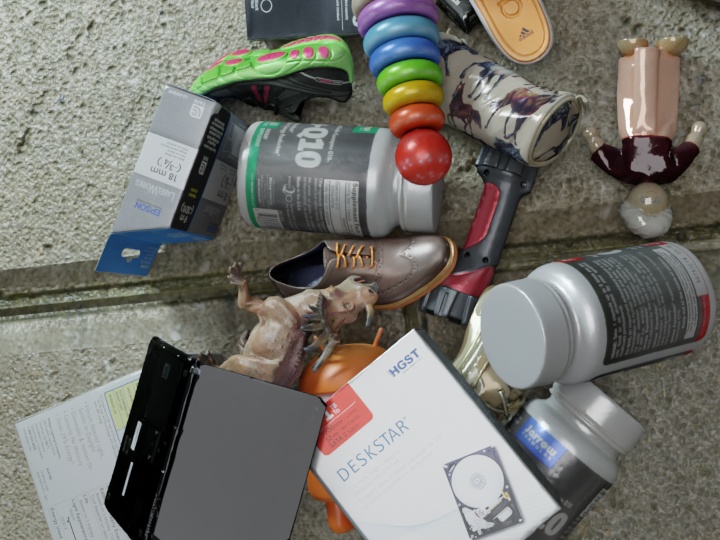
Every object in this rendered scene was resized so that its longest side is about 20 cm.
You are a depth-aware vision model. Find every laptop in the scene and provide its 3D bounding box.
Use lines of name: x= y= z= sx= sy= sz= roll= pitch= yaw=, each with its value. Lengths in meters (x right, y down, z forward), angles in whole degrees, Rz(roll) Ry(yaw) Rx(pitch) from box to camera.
laptop: x=-0.141 y=0.172 z=0.891 sx=0.103 sy=0.200 sz=0.177 roll=17 pitch=88 yaw=-31

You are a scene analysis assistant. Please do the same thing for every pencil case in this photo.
pencil case: x=0.128 y=-0.174 z=0.959 sx=0.200 sy=0.078 sz=0.089 roll=36 pitch=98 yaw=35

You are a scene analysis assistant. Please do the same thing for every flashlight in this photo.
flashlight: x=0.121 y=-0.043 z=0.996 sx=0.068 sy=0.068 sz=0.200 roll=13 pitch=84 yaw=55

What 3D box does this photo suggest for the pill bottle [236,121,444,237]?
pill bottle: x=-0.018 y=-0.093 z=0.999 sx=0.200 sy=0.113 sz=0.113 roll=5 pitch=87 yaw=11

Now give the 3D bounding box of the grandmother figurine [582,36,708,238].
grandmother figurine: x=0.286 y=-0.131 z=0.971 sx=0.121 sy=0.061 sz=0.200 roll=-1 pitch=83 yaw=20

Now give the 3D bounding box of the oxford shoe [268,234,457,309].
oxford shoe: x=0.000 y=0.000 z=0.983 sx=0.200 sy=0.073 sz=0.071 roll=-16 pitch=60 yaw=23

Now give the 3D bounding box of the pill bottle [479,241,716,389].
pill bottle: x=0.219 y=0.042 z=0.897 sx=0.200 sy=0.114 sz=0.114 roll=-10 pitch=83 yaw=-27

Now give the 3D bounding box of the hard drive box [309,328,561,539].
hard drive box: x=0.057 y=0.177 z=0.869 sx=0.156 sy=0.077 sz=0.200 roll=-41 pitch=80 yaw=5

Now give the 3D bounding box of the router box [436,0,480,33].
router box: x=0.097 y=-0.375 z=1.019 sx=0.150 sy=0.062 sz=0.200 roll=-44 pitch=80 yaw=6

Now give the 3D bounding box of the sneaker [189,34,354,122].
sneaker: x=-0.099 y=-0.195 z=1.036 sx=0.200 sy=0.077 sz=0.084 roll=-2 pitch=125 yaw=27

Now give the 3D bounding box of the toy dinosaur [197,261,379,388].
toy dinosaur: x=-0.078 y=0.080 z=0.945 sx=0.136 sy=0.086 sz=0.200 roll=32 pitch=105 yaw=30

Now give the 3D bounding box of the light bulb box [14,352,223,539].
light bulb box: x=-0.219 y=0.211 z=1.012 sx=0.200 sy=0.125 sz=0.198 roll=-23 pitch=82 yaw=8

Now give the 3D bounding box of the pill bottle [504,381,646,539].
pill bottle: x=0.177 y=0.198 z=0.942 sx=0.114 sy=0.114 sz=0.200 roll=40 pitch=94 yaw=11

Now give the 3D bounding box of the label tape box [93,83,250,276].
label tape box: x=-0.190 y=-0.079 z=1.016 sx=0.063 sy=0.144 sz=0.200 roll=21 pitch=91 yaw=9

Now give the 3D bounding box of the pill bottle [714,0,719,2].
pill bottle: x=0.339 y=-0.330 z=0.944 sx=0.200 sy=0.113 sz=0.113 roll=23 pitch=91 yaw=11

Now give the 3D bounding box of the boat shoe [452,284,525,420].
boat shoe: x=0.126 y=0.112 z=0.944 sx=0.065 sy=0.072 sz=0.200 roll=14 pitch=75 yaw=37

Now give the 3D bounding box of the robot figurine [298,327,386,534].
robot figurine: x=-0.001 y=0.161 z=0.978 sx=0.117 sy=0.144 sz=0.200 roll=-5 pitch=85 yaw=-21

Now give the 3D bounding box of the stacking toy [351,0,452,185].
stacking toy: x=0.045 y=-0.178 z=0.924 sx=0.085 sy=0.085 sz=0.200 roll=-10 pitch=76 yaw=10

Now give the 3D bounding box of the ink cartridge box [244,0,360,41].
ink cartridge box: x=-0.031 y=-0.297 z=1.018 sx=0.200 sy=0.039 sz=0.100 roll=2 pitch=101 yaw=25

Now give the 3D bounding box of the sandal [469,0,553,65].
sandal: x=0.128 y=-0.301 z=0.946 sx=0.079 sy=0.059 sz=0.207 roll=-32 pitch=87 yaw=8
